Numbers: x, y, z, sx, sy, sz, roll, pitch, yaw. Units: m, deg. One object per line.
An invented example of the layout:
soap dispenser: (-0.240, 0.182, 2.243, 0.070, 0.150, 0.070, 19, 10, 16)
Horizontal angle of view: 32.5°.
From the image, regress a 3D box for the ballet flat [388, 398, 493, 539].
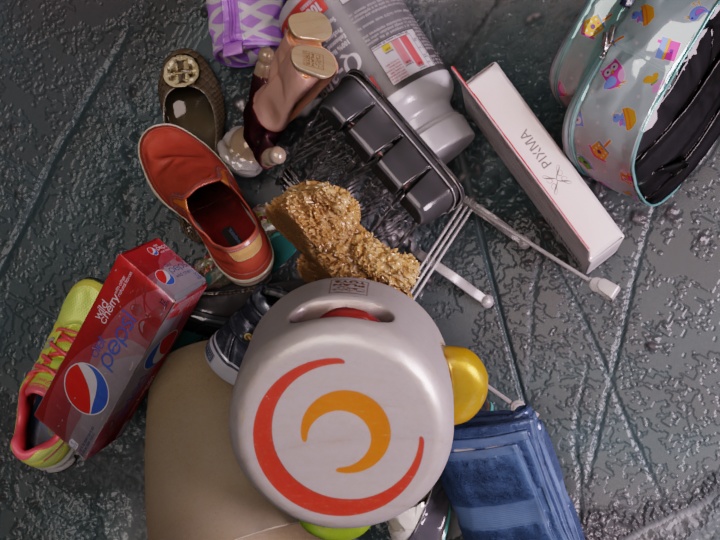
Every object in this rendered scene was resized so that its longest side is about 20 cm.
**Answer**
ballet flat: (0.059, 0.199, 1.158, 0.072, 0.073, 0.202, 21, 85, 12)

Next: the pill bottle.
pill bottle: (0.018, -0.186, 1.174, 0.115, 0.116, 0.201, -33, 83, 6)

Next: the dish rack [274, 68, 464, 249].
dish rack: (-0.002, -0.075, 1.146, 0.054, 0.200, 0.154, -38, 84, -28)

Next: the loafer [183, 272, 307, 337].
loafer: (-0.100, 0.029, 1.183, 0.197, 0.073, 0.073, 7, 79, -20)

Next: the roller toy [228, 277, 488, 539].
roller toy: (-0.011, 0.103, 1.029, 0.200, 0.140, 0.182, -41, 103, 16)

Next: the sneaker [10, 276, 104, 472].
sneaker: (-0.292, 0.104, 1.224, 0.077, 0.090, 0.203, 14, 87, 13)

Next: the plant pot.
plant pot: (-0.126, 0.174, 1.156, 0.185, 0.187, 0.202, -22, 67, 8)

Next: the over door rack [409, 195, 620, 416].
over door rack: (0.128, 0.036, 1.153, 0.199, 0.066, 0.149, 34, 92, 32)

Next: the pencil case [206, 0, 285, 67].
pencil case: (-0.120, -0.304, 1.228, 0.083, 0.085, 0.203, -11, 84, 11)

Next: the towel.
towel: (0.135, 0.216, 1.102, 0.110, 0.049, 0.202, -11, 114, 29)

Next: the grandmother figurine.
grandmother figurine: (-0.083, -0.150, 1.167, 0.060, 0.200, 0.123, 15, 58, -20)

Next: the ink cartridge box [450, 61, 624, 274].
ink cartridge box: (0.161, -0.097, 1.110, 0.045, 0.176, 0.201, -36, 80, 3)

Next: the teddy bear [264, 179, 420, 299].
teddy bear: (0.000, 0.000, 1.111, 0.067, 0.145, 0.200, -41, 91, -21)

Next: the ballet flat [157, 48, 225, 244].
ballet flat: (-0.169, -0.127, 1.242, 0.066, 0.046, 0.203, -7, 84, 9)

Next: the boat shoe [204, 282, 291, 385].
boat shoe: (-0.038, 0.089, 1.135, 0.199, 0.071, 0.091, 29, 118, -27)

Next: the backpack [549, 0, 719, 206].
backpack: (0.257, -0.166, 1.101, 0.152, 0.176, 0.202, 23, 87, 27)

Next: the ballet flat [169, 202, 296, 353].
ballet flat: (-0.144, 0.008, 1.225, 0.199, 0.076, 0.064, -38, 49, 1)

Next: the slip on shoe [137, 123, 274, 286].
slip on shoe: (-0.148, -0.073, 1.168, 0.074, 0.061, 0.201, -31, 62, -12)

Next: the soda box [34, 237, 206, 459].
soda box: (-0.218, 0.072, 1.123, 0.070, 0.063, 0.201, 38, 116, 10)
